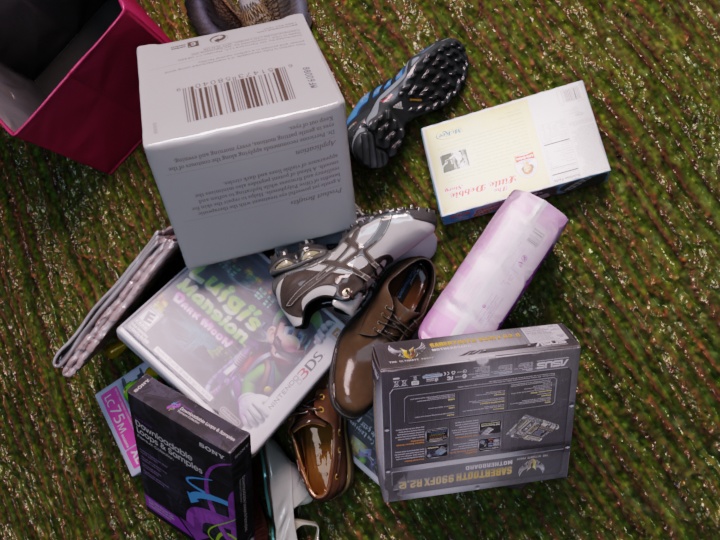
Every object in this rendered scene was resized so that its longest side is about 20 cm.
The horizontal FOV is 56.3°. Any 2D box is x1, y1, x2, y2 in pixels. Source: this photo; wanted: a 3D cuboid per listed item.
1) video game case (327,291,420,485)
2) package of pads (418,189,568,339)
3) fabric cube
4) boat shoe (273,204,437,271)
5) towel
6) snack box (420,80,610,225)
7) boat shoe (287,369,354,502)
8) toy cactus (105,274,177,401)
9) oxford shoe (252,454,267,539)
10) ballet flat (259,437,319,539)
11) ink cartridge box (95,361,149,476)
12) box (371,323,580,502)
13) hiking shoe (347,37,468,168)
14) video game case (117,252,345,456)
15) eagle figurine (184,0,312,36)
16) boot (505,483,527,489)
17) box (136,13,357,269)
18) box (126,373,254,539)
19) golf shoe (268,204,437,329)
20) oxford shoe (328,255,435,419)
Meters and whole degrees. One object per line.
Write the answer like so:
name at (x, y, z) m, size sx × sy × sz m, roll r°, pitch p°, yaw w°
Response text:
video game case at (0.015, 0.133, 0.823) m, size 0.199 × 0.023 × 0.183 m, roll 38°, pitch 93°, yaw 12°
package of pads at (0.142, 0.017, 0.744) m, size 0.075 × 0.121 × 0.201 m, roll 34°, pitch 86°, yaw 10°
fabric cube at (-0.359, -0.275, 0.848) m, size 0.200 × 0.199 × 0.196 m, roll -44°, pitch 77°, yaw 5°
boat shoe at (-0.008, -0.040, 0.816) m, size 0.196 × 0.068 × 0.075 m, roll -6°, pitch 123°, yaw -7°
towel at (-0.276, 0.021, 0.813) m, size 0.032 × 0.191 × 0.201 m, roll 39°, pitch 94°, yaw -10°
snack box at (0.179, -0.137, 0.796) m, size 0.197 × 0.037 × 0.118 m, roll -14°, pitch 74°, yaw 11°
boat shoe at (-0.052, 0.167, 0.786) m, size 0.071 × 0.068 × 0.203 m, roll -12°, pitch 81°, yaw 11°
toy cactus at (-0.201, 0.077, 0.809) m, size 0.163 × 0.103 × 0.202 m, roll 26°, pitch 65°, yaw 2°
oxford shoe at (-0.163, 0.307, 0.834) m, size 0.073 × 0.070 × 0.204 m, roll 0°, pitch 87°, yaw 40°
ballet flat at (-0.084, 0.297, 0.815) m, size 0.068 × 0.069 × 0.204 m, roll -6°, pitch 88°, yaw 11°
ink cartridge box at (-0.232, 0.160, 0.865) m, size 0.198 × 0.042 × 0.120 m, roll -32°, pitch 79°, yaw 6°
box at (0.113, 0.142, 0.672) m, size 0.196 × 0.048 × 0.161 m, roll -6°, pitch 115°, yaw -6°
hiking shoe at (0.045, -0.214, 0.818) m, size 0.200 × 0.075 × 0.086 m, roll -44°, pitch 39°, yaw -12°
video game case at (-0.134, 0.072, 0.754) m, size 0.199 × 0.023 × 0.182 m, roll 39°, pitch 60°, yaw 7°
eagle figurine at (-0.135, -0.322, 0.857) m, size 0.150 × 0.152 × 0.202 m, roll -1°, pitch 46°, yaw -26°
boot at (0.136, 0.161, 0.752) m, size 0.197 × 0.070 × 0.148 m, roll 13°, pitch 104°, yaw -11°
box at (-0.124, -0.145, 0.741) m, size 0.196 × 0.173 × 0.201 m, roll -14°, pitch 47°, yaw -7°
box at (-0.180, 0.221, 0.726) m, size 0.141 × 0.036 × 0.203 m, roll 22°, pitch 127°, yaw 23°
golf shoe at (0.000, 0.000, 0.734) m, size 0.198 × 0.078 × 0.096 m, roll -23°, pitch 68°, yaw 10°
oxford shoe at (0.024, 0.065, 0.735) m, size 0.072 × 0.084 × 0.202 m, roll 28°, pitch 69°, yaw -8°
